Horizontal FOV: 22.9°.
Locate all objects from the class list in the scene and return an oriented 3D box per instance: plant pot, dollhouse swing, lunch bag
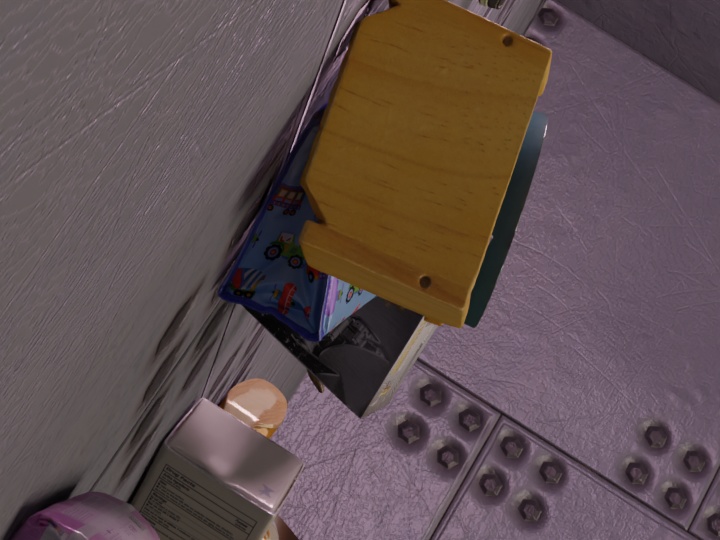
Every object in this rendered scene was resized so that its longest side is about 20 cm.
[{"bbox_3d":[0.059,-0.070,1.589,0.201,0.160,0.202,19,90,-89],"label":"plant pot"},{"bbox_3d":[0.035,-0.073,1.309,0.201,0.181,0.176,-71,-165,-11],"label":"dollhouse swing"},{"bbox_3d":[-0.016,-0.070,1.364,0.150,0.094,0.201,-35,146,-61],"label":"lunch bag"}]

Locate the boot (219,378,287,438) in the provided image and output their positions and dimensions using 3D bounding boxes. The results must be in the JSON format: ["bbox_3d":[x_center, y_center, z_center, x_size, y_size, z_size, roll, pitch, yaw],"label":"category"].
[{"bbox_3d":[-0.167,0.215,2.055,0.144,0.071,0.201,-53,177,29],"label":"boot"}]

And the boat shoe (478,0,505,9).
[{"bbox_3d":[0.199,-0.368,2.031,0.072,0.066,0.201,-56,177,-47],"label":"boat shoe"}]

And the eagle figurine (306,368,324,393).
[{"bbox_3d":[-0.009,-0.010,1.723,0.200,0.151,0.152,-44,160,-33],"label":"eagle figurine"}]

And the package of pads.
[{"bbox_3d":[-0.199,0.215,1.175,0.121,0.075,0.200,-57,177,-1],"label":"package of pads"}]

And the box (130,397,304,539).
[{"bbox_3d":[-0.162,0.250,1.742,0.201,0.127,0.109,-59,178,27],"label":"box"}]

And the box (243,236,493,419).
[{"bbox_3d":[0.000,0.000,1.502,0.048,0.158,0.201,-21,149,-51],"label":"box"}]

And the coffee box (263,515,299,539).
[{"bbox_3d":[-0.155,0.336,2.203,0.115,0.079,0.200,-57,135,-23],"label":"coffee box"}]
